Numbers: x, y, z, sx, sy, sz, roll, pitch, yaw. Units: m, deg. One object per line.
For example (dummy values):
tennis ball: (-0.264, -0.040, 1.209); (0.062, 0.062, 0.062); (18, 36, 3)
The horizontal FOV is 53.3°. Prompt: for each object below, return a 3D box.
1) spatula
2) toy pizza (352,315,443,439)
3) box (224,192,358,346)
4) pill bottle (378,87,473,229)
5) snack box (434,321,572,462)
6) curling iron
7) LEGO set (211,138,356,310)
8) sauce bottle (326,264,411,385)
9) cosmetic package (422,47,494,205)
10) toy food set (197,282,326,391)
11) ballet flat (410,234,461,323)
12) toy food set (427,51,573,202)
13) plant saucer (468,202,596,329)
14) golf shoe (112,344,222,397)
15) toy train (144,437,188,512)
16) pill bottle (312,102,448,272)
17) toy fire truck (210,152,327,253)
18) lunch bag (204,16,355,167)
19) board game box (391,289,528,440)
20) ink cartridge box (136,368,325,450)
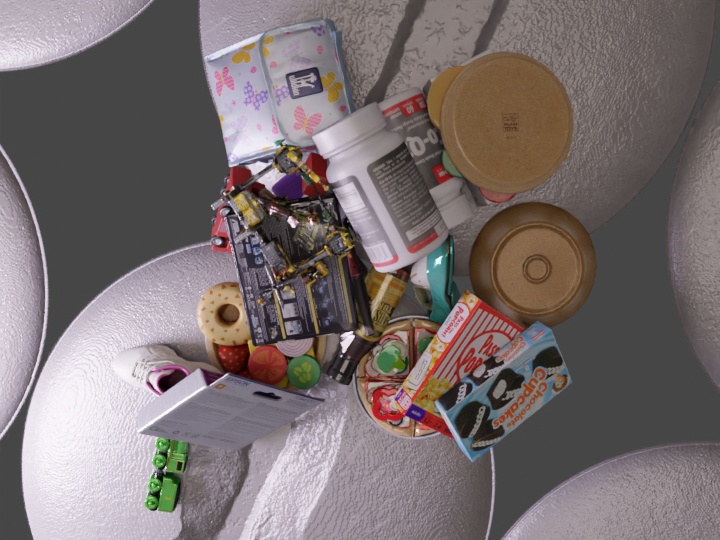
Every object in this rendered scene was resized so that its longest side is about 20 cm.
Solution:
spatula: (-0.056, -0.070, 1.120); (0.056, 0.021, 0.200); (-41, 96, -12)
toy pizza: (0.086, 0.172, 1.134); (0.198, 0.032, 0.202); (0, 96, 3)
box: (-0.096, 0.000, 1.035); (0.160, 0.049, 0.202); (-9, 105, 5)
pill bottle: (0.081, -0.152, 1.053); (0.113, 0.114, 0.201); (-27, 94, 5)
snack box: (0.215, 0.180, 1.065); (0.199, 0.037, 0.117); (-36, 122, -9)
curling iron: (0.000, 0.000, 1.080); (0.049, 0.025, 0.202); (-19, 66, 31)
LEGO set: (-0.099, -0.061, 0.933); (0.153, 0.116, 0.201); (-23, 103, 6)
sauce bottle: (0.010, 0.080, 1.106); (0.066, 0.066, 0.201); (25, 92, 0)
cosmetic package: (0.183, -0.208, 1.064); (0.107, 0.085, 0.201); (-27, 95, 1)
toy food set: (-0.148, 0.104, 1.122); (0.196, 0.049, 0.202); (-12, 95, 4)
ballet flat: (0.109, 0.019, 1.053); (0.070, 0.201, 0.068); (1, 55, 13)
toy food set: (0.199, -0.200, 0.996); (0.198, 0.049, 0.200); (-19, 94, -8)
plant saucer: (0.268, -0.004, 1.107); (0.198, 0.035, 0.202); (0, 96, 3)
golf shoe: (-0.309, 0.156, 1.102); (0.198, 0.091, 0.076); (9, 85, 21)
toy train: (-0.306, 0.296, 1.162); (0.056, 0.042, 0.202); (11, 96, -9)
pill bottle: (0.025, -0.110, 0.947); (0.113, 0.114, 0.201); (-27, 103, 5)
toy fire truck: (-0.138, -0.096, 1.069); (0.140, 0.049, 0.201); (10, 138, -19)
lunch bag: (-0.107, -0.252, 1.026); (0.198, 0.127, 0.171); (-8, 97, 28)
board game box: (0.161, 0.150, 1.077); (0.151, 0.046, 0.201); (30, 96, -32)
ink cartridge box: (-0.188, 0.198, 1.052); (0.199, 0.196, 0.044); (-34, 52, 25)
